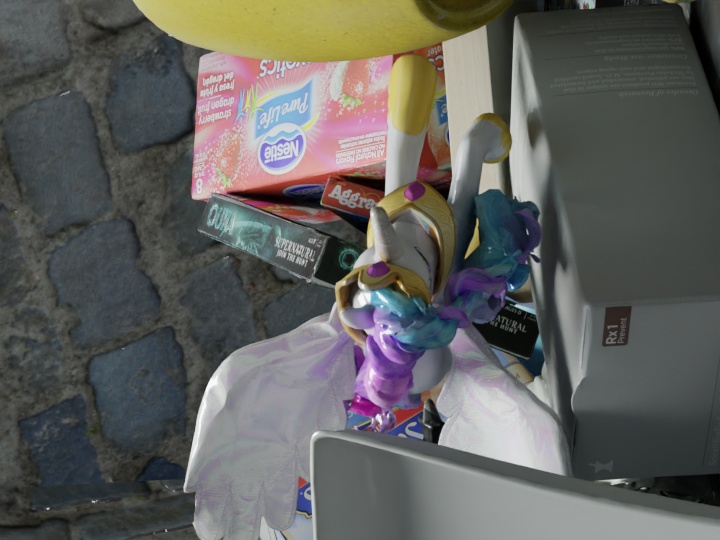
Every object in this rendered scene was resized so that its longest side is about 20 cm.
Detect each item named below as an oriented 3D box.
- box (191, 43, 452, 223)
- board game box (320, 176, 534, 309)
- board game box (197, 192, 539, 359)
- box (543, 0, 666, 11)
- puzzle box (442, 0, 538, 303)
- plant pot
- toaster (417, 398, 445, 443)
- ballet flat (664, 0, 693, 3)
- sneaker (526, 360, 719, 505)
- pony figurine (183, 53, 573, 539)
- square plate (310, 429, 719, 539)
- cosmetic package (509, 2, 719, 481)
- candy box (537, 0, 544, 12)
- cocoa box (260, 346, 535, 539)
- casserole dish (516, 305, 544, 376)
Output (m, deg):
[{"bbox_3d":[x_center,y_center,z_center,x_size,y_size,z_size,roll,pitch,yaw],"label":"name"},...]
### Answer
[{"bbox_3d":[-0.006,-0.089,1.104,0.199,0.099,0.096,-7,76,51],"label":"box"},{"bbox_3d":[0.058,-0.010,1.104,0.200,0.102,0.020,31,-104,-67],"label":"board game box"},{"bbox_3d":[0.000,0.000,1.047,0.200,0.134,0.028,22,91,66],"label":"board game box"},{"bbox_3d":[0.124,-0.121,0.980,0.137,0.039,0.201,-95,4,-52],"label":"box"},{"bbox_3d":[0.072,-0.089,0.973,0.133,0.025,0.202,28,-123,-70],"label":"puzzle box"},{"bbox_3d":[0.004,-0.175,0.832,0.141,0.199,0.201,27,131,36],"label":"plant pot"},{"bbox_3d":[0.096,0.203,1.030,0.181,0.118,0.201,-98,6,-55],"label":"toaster"},{"bbox_3d":[0.116,-0.170,0.804,0.200,0.070,0.071,-104,11,-59],"label":"ballet flat"},{"bbox_3d":[0.122,0.061,0.894,0.200,0.073,0.080,-120,45,-75],"label":"sneaker"},{"bbox_3d":[0.018,0.027,0.787,0.200,0.165,0.195,-67,-17,-60],"label":"pony figurine"},{"bbox_3d":[0.078,0.138,0.734,0.201,0.196,0.029,91,-165,-46],"label":"square plate"},{"bbox_3d":[0.117,-0.017,0.814,0.201,0.089,0.107,-100,6,-45],"label":"cosmetic package"},{"bbox_3d":[0.093,-0.143,1.192,0.170,0.076,0.201,-97,6,-56],"label":"candy box"},{"bbox_3d":[0.018,0.128,1.252,0.131,0.199,0.134,49,163,37],"label":"cocoa box"},{"bbox_3d":[0.114,-0.004,1.288,0.201,0.038,0.122,-97,5,-46],"label":"casserole dish"}]
